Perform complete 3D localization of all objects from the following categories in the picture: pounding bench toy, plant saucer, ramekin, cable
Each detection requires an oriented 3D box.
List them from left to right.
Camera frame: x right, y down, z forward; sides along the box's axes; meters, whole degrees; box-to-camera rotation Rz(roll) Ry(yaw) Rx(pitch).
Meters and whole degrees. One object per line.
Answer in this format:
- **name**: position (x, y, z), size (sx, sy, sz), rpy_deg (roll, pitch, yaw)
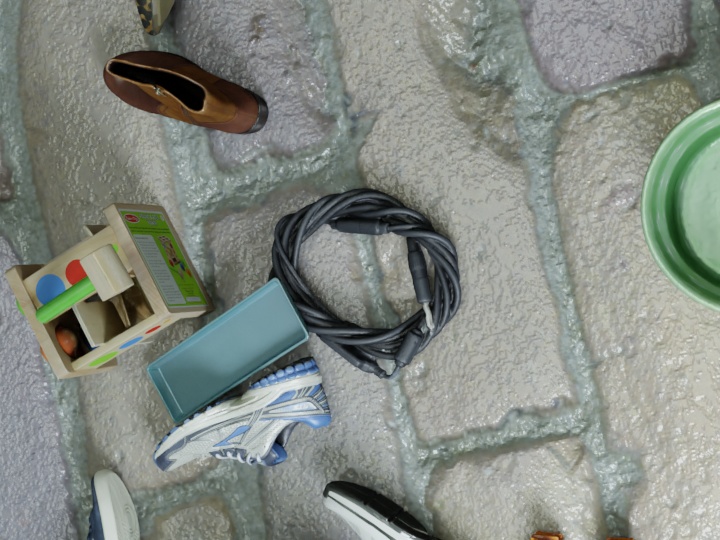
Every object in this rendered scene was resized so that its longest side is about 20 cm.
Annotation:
- **pounding bench toy**: position (-0.270, 0.025, 1.647), size (0.156, 0.200, 0.124), rpy_deg (-30, 83, 14)
- **plant saucer**: position (-0.134, 0.082, 1.675), size (0.200, 0.019, 0.070), rpy_deg (-34, 81, 30)
- **cable**: position (0.000, 0.000, 1.643), size (0.200, 0.051, 0.163), rpy_deg (39, 103, 14)
- **ramekin**: position (0.361, -0.058, 1.510), size (0.200, 0.098, 0.201), rpy_deg (0, 91, 17)

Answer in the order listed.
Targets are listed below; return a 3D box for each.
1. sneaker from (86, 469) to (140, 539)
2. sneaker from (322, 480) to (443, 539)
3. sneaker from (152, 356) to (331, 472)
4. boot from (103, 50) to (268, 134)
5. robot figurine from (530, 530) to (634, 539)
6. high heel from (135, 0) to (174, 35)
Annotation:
- **sneaker**: position (-0.273, 0.309, 1.716), size (0.084, 0.075, 0.200), rpy_deg (-9, 88, 12)
- **sneaker**: position (0.027, 0.300, 1.626), size (0.200, 0.076, 0.115), rpy_deg (34, 98, 11)
- **sneaker**: position (-0.118, 0.166, 1.670), size (0.200, 0.077, 0.085), rpy_deg (-28, 87, 15)
- **boot**: position (-0.203, -0.178, 1.624), size (0.188, 0.200, 0.069), rpy_deg (27, 98, 15)
- **robot figurine**: position (0.208, 0.354, 1.581), size (0.145, 0.058, 0.201), rpy_deg (1, 90, 18)
- **high heel**: position (-0.257, -0.339, 1.712), size (0.142, 0.071, 0.201), rpy_deg (-1, 88, 23)
